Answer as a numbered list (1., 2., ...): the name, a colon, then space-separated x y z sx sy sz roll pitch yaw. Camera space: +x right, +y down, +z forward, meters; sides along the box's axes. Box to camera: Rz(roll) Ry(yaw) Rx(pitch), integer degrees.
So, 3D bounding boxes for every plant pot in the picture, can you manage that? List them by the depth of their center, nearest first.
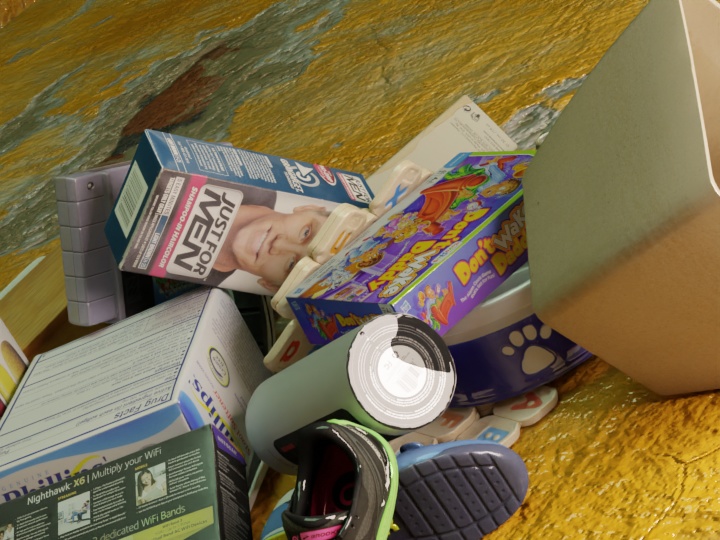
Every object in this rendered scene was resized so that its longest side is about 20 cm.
1. plant pot: 0.218 -0.033 1.194 0.177 0.200 0.200 -37 37 35

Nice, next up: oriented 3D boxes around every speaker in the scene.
1. speaker: -0.011 0.090 1.266 0.081 0.081 0.200 -41 4 -28

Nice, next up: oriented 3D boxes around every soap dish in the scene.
1. soap dish: -0.288 0.092 1.638 0.081 0.158 0.200 6 37 30

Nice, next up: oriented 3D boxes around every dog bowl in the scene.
1. dog bowl: 0.108 0.015 1.371 0.200 0.079 0.200 -24 21 10

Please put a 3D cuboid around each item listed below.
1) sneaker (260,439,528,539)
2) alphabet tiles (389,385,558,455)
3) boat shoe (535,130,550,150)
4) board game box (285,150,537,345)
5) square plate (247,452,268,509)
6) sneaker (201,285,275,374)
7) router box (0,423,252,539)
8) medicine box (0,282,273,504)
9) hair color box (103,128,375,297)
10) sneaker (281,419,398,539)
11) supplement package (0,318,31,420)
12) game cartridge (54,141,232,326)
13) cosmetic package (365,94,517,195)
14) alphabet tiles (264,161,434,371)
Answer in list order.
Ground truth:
1. sneaker: 0.018 0.153 1.222 0.200 0.074 0.082 -21 21 17
2. alphabet tiles: 0.050 0.111 1.354 0.200 0.015 0.195 -38 23 -23
3. boat shoe: 0.223 -0.088 1.507 0.200 0.068 0.075 -3 33 47
4. board game box: 0.060 -0.017 1.330 0.200 0.045 0.134 -40 24 -28
5. square plate: -0.154 0.189 1.412 0.198 0.028 0.200 -19 24 23
6. sneaker: -0.084 0.002 1.569 0.076 0.201 0.115 -7 5 38
7. router box: -0.171 0.214 1.260 0.200 0.052 0.157 -21 50 17
8. medicine box: -0.180 0.121 1.417 0.182 0.103 0.200 -22 23 16
9. hair color box: -0.092 -0.039 1.447 0.100 0.200 0.061 -64 34 27
10. sneaker: -0.019 0.184 1.113 0.077 0.084 0.200 -20 56 25
11. supplement package: -0.319 0.139 1.492 0.109 0.200 0.114 -22 23 17
12. game cartridge: -0.174 -0.032 1.543 0.038 0.130 0.200 -1 11 37
13. cosmetic package: 0.040 -0.057 1.612 0.200 0.073 0.104 -41 -7 -31
14. alphabet tiles: 0.000 0.000 1.448 0.196 0.015 0.200 -56 -22 9
